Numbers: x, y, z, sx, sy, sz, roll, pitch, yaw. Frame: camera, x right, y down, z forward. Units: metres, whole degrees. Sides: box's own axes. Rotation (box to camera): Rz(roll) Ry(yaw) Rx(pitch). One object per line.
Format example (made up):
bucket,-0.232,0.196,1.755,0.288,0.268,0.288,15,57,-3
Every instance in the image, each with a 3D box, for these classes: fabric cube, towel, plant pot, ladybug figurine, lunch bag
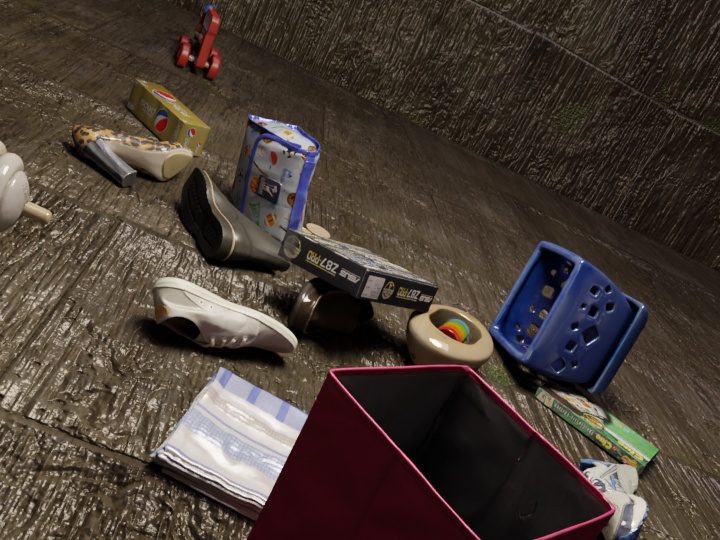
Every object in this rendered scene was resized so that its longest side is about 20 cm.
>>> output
fabric cube,0.052,0.221,0.687,0.194,0.202,0.200,7,28,-47
towel,-0.116,0.175,0.840,0.145,0.024,0.200,29,19,-1
plant pot,0.363,0.088,1.408,0.178,0.202,0.200,29,5,-14
ladybug figurine,0.133,0.112,1.251,0.135,0.073,0.199,34,21,20
lunch bag,-0.140,-0.150,1.364,0.122,0.173,0.200,6,22,-29

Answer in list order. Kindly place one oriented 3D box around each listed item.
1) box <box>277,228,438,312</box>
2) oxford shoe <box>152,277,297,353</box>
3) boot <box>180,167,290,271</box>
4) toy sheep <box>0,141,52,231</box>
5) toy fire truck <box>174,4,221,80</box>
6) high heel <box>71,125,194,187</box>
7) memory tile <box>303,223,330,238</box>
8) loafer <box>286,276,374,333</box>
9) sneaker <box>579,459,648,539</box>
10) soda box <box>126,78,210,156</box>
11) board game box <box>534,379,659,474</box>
box,0.000,0.000,1.190,0.160,0.050,0.199,30,10,33
oxford shoe,-0.167,0.071,0.993,0.198,0.075,0.059,26,59,-31
boot,-0.200,-0.072,1.291,0.137,0.078,0.202,18,33,-40
toy sheep,-0.444,-0.094,0.911,0.197,0.139,0.138,21,20,-17
toy fire truck,-0.423,-0.625,2.203,0.110,0.170,0.201,18,21,-23
high heel,-0.381,-0.213,1.375,0.142,0.072,0.199,39,31,13
memory tile,-0.055,-0.024,1.428,0.199,0.017,0.152,38,22,27
loafer,-0.034,0.054,1.173,0.071,0.074,0.199,32,20,20
sneaker,0.310,0.300,1.045,0.084,0.078,0.200,20,11,8
soda box,-0.382,-0.303,1.615,0.067,0.065,0.200,3,31,-50
board game box,0.383,0.247,1.323,0.199,0.024,0.104,37,19,26
